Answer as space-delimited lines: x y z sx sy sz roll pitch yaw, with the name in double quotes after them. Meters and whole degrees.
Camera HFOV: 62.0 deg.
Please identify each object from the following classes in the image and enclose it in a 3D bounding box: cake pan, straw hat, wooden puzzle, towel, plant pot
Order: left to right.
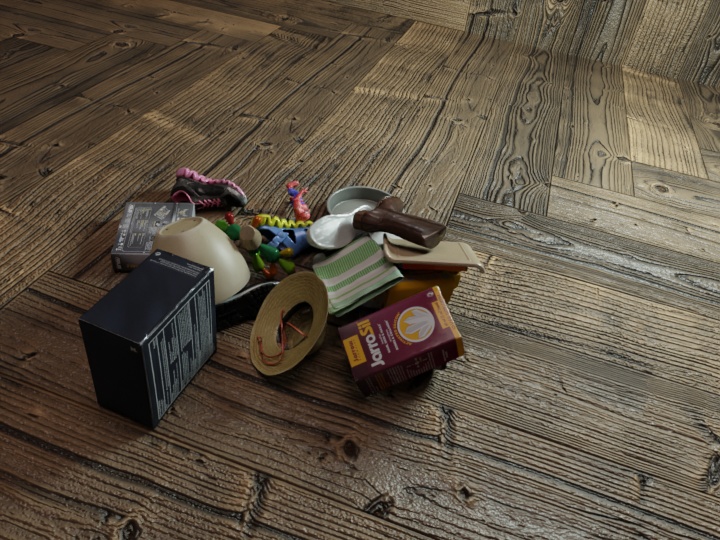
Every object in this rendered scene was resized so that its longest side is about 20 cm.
-0.327 -0.025 1.165 0.197 0.136 0.201 -10 25 5 "plant pot"
-0.111 0.111 1.118 0.085 0.201 0.202 36 17 -42 "straw hat"
-0.014 0.004 1.172 0.151 0.024 0.200 -29 30 -2 "towel"
0.011 -0.145 1.508 0.196 0.037 0.202 5 39 -4 "cake pan"
0.141 -0.031 1.210 0.196 0.038 0.185 8 15 0 "wooden puzzle"

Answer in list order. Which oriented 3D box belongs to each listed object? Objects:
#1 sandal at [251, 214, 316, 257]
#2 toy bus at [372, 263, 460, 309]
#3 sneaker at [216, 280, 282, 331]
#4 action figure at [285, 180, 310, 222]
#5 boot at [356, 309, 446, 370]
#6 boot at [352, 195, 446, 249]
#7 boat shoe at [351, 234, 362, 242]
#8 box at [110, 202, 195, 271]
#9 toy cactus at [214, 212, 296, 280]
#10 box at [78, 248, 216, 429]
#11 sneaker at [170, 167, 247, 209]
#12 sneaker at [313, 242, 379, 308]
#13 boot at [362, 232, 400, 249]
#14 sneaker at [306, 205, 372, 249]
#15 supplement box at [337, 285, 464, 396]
-0.153 -0.070 1.370 0.197 0.079 0.089 4 75 -17 "sandal"
0.120 0.028 1.208 0.197 0.066 0.078 -5 35 -29 "toy bus"
-0.238 0.048 1.198 0.197 0.077 0.088 -16 38 -27 "sneaker"
-0.146 -0.162 1.448 0.051 0.066 0.201 -9 27 -7 "action figure"
0.073 0.136 1.157 0.130 0.071 0.200 -12 31 -20 "boot"
0.110 -0.102 1.257 0.198 0.065 0.186 13 28 33 "boot"
0.065 -0.060 1.396 0.198 0.069 0.057 26 33 12 "boat shoe"
-0.454 -0.078 1.330 0.155 0.049 0.201 0 39 -11 "box"
-0.216 -0.061 1.244 0.200 0.165 0.102 41 79 5 "toy cactus"
-0.342 0.109 0.995 0.121 0.202 0.199 18 39 11 "box"
-0.376 -0.179 1.468 0.197 0.079 0.096 16 61 10 "sneaker"
0.000 0.000 1.293 0.198 0.076 0.113 30 45 28 "sneaker"
0.087 -0.022 1.328 0.198 0.091 0.073 26 43 23 "boot"
-0.066 -0.079 1.300 0.115 0.075 0.199 -20 2 44 "sneaker"
0.072 0.127 1.068 0.197 0.086 0.111 -23 58 1 "supplement box"
